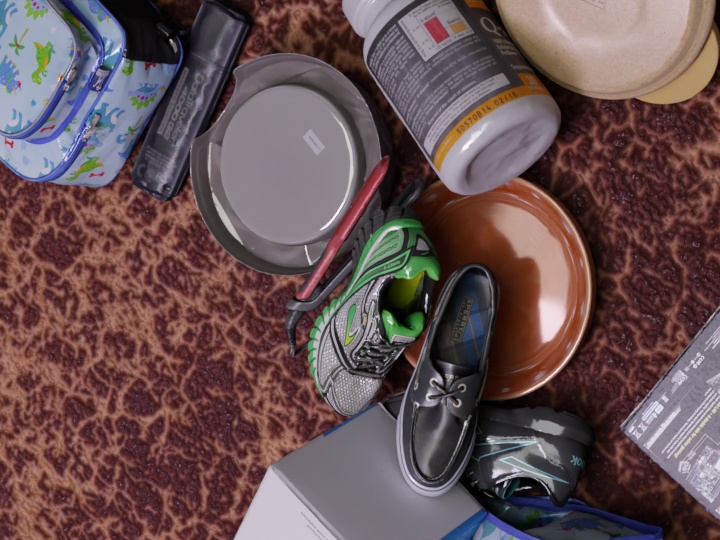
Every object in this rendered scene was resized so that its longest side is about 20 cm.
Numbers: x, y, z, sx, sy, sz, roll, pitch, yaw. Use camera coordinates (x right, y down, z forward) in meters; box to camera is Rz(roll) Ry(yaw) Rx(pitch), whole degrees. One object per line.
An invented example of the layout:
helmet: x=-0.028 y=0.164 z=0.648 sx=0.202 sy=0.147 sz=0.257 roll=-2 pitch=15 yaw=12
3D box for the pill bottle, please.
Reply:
pill bottle: x=0.073 y=-0.172 z=1.393 sx=0.116 sy=0.116 sz=0.201 roll=-42 pitch=66 yaw=23

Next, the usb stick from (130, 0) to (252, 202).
usb stick: x=-0.162 y=-0.163 z=1.566 sx=0.055 sy=0.033 sz=0.201 roll=30 pitch=107 yaw=14

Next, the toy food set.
toy food set: x=0.200 y=-0.234 z=1.334 sx=0.199 sy=0.049 sz=0.199 roll=14 pitch=123 yaw=26

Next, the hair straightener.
hair straightener: x=0.000 y=0.000 z=1.443 sx=0.077 sy=0.041 sz=0.201 roll=30 pitch=107 yaw=-10

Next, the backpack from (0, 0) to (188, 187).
backpack: x=-0.288 y=-0.186 z=1.558 sx=0.183 sy=0.146 sz=0.201 roll=46 pitch=121 yaw=30

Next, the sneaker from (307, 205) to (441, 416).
sneaker: x=0.011 y=0.048 z=1.414 sx=0.085 sy=0.077 sz=0.201 roll=-117 pitch=38 yaw=-49

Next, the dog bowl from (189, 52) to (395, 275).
dog bowl: x=-0.057 y=-0.097 z=1.504 sx=0.198 sy=0.059 sz=0.202 roll=3 pitch=96 yaw=26

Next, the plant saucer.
plant saucer: x=0.112 y=0.012 z=1.444 sx=0.199 sy=0.032 sz=0.202 roll=3 pitch=96 yaw=27

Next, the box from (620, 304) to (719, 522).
box: x=0.335 y=0.101 z=1.309 sx=0.164 sy=0.086 sz=0.201 roll=42 pitch=111 yaw=18

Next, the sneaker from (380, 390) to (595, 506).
sneaker: x=0.100 y=0.152 z=1.427 sx=0.198 sy=0.075 sz=0.080 roll=6 pitch=74 yaw=26

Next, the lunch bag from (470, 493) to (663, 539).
lunch bag: x=0.160 y=0.287 z=1.396 sx=0.199 sy=0.127 sz=0.172 roll=6 pitch=98 yaw=55

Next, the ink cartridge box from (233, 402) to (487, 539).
ink cartridge box: x=-0.016 y=0.252 z=1.434 sx=0.145 sy=0.147 sz=0.201 roll=43 pitch=132 yaw=19

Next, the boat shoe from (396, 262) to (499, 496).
boat shoe: x=0.073 y=0.088 z=1.382 sx=0.068 sy=0.057 sz=0.202 roll=12 pitch=78 yaw=4
